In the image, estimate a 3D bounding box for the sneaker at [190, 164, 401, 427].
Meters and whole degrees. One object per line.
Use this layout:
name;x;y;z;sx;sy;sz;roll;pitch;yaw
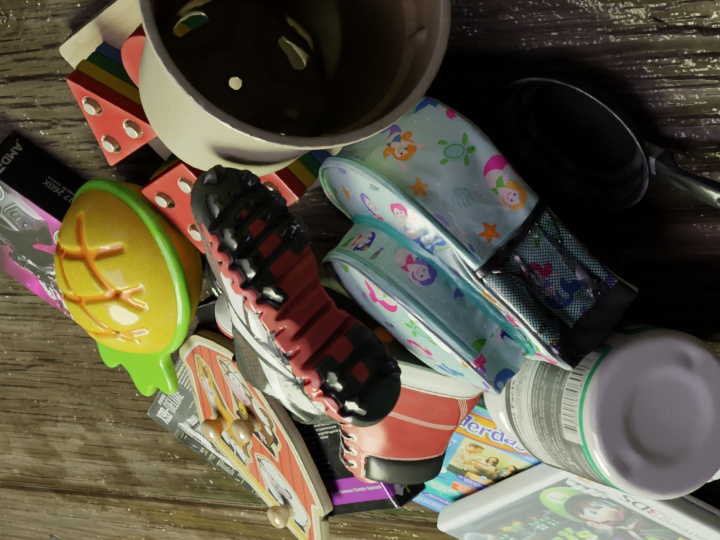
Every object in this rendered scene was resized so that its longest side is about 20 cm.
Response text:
sneaker;-0.059;0.024;1.561;0.098;0.071;0.201;-22;105;51

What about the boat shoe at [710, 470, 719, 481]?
boat shoe;0.261;0.094;1.612;0.200;0.072;0.068;-17;121;49

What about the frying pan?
frying pan;0.166;-0.085;1.514;0.190;0.031;0.115;1;133;45

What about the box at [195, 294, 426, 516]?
box;-0.042;0.096;1.822;0.200;0.036;0.143;59;152;-8

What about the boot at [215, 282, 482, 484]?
boot;-0.022;0.088;1.688;0.200;0.072;0.144;18;130;-8

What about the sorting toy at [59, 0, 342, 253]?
sorting toy;-0.121;-0.113;1.722;0.199;0.070;0.200;46;147;-12

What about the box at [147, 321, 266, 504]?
box;-0.083;0.112;1.980;0.158;0.050;0.200;37;147;3

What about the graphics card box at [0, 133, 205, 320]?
graphics card box;-0.234;-0.015;1.968;0.200;0.051;0.126;36;147;4

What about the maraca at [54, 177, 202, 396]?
maraca;-0.182;0.014;1.850;0.137;0.107;0.200;39;142;31

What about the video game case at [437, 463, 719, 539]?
video game case;0.185;0.202;1.803;0.182;0.023;0.200;28;149;-21

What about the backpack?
backpack;0.062;-0.021;1.563;0.200;0.151;0.178;50;170;-17

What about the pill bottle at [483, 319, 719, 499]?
pill bottle;0.165;0.087;1.613;0.113;0.113;0.200;49;169;-17

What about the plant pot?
plant pot;-0.064;-0.147;1.539;0.200;0.201;0.183;40;158;-3

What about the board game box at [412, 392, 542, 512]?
board game box;0.085;0.132;1.811;0.152;0.045;0.200;24;151;-3

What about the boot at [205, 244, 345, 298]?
boot;0.000;0.000;1.706;0.200;0.068;0.131;16;158;-32

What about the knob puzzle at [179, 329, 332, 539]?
knob puzzle;-0.092;0.129;1.868;0.220;0.030;0.220;48;159;26
